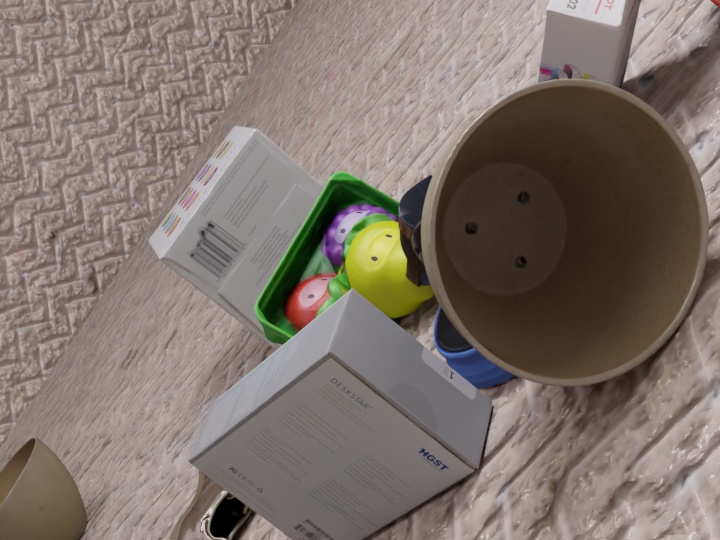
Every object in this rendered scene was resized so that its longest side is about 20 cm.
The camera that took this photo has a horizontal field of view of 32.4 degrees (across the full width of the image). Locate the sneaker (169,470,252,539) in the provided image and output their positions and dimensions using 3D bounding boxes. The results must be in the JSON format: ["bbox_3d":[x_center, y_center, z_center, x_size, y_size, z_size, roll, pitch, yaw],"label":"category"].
[{"bbox_3d":[-0.134,0.231,1.307,0.075,0.071,0.201,-17,37,31],"label":"sneaker"}]

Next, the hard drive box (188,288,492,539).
[{"bbox_3d":[-0.018,0.132,1.005,0.200,0.156,0.077,-38,20,38],"label":"hard drive box"}]

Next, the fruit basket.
[{"bbox_3d":[0.000,0.000,1.278,0.217,0.155,0.216,-61,1,1],"label":"fruit basket"}]

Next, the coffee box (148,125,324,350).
[{"bbox_3d":[-0.134,-0.046,1.605,0.200,0.199,0.198,-52,16,-2],"label":"coffee box"}]

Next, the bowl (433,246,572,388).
[{"bbox_3d":[0.136,0.006,1.052,0.201,0.039,0.201,-47,17,19],"label":"bowl"}]

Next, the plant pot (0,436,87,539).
[{"bbox_3d":[-0.483,0.366,1.823,0.200,0.134,0.201,-47,18,20],"label":"plant pot"}]

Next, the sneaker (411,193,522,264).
[{"bbox_3d":[0.127,-0.055,1.037,0.199,0.076,0.079,-29,13,40],"label":"sneaker"}]

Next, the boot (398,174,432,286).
[{"bbox_3d":[0.115,-0.061,1.171,0.199,0.075,0.097,-27,-35,-22],"label":"boot"}]

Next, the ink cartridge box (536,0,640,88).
[{"bbox_3d":[0.203,-0.211,1.086,0.201,0.067,0.116,90,-159,-52],"label":"ink cartridge box"}]

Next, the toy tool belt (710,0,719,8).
[{"bbox_3d":[0.316,-0.283,1.014,0.123,0.124,0.200,-55,15,21],"label":"toy tool belt"}]

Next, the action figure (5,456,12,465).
[{"bbox_3d":[-0.548,0.410,2.048,0.193,0.103,0.202,151,125,-67],"label":"action figure"}]

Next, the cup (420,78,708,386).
[{"bbox_3d":[0.124,-0.029,0.883,0.201,0.200,0.143,-54,13,-5],"label":"cup"}]
